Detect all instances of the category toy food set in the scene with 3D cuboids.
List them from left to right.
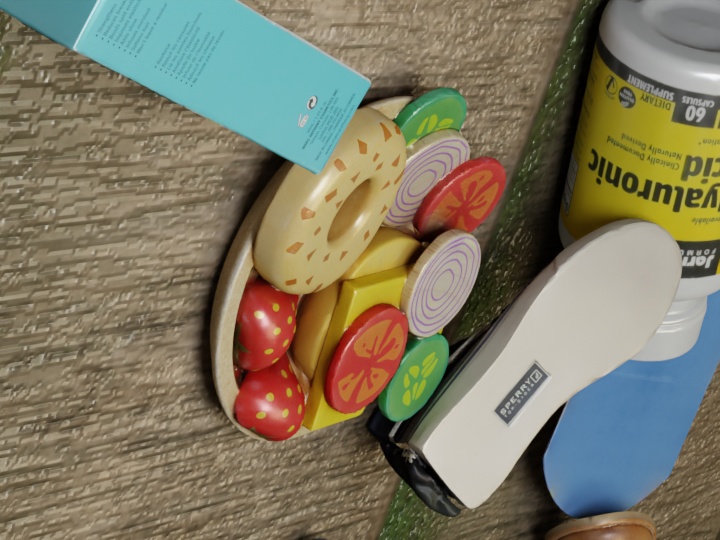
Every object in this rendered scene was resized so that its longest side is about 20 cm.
[{"bbox_3d":[0.000,0.000,1.273,0.197,0.049,0.201,-15,127,-52],"label":"toy food set"}]

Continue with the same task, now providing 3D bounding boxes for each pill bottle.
[{"bbox_3d":[0.173,-0.053,1.429,0.111,0.111,0.201,-28,138,-43],"label":"pill bottle"}]

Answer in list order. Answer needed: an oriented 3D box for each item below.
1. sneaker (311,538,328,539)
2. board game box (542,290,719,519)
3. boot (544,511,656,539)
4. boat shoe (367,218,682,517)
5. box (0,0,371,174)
[{"bbox_3d":[-0.014,0.197,1.403,0.200,0.077,0.086,13,101,-60],"label":"sneaker"},{"bbox_3d":[0.168,0.061,1.600,0.158,0.039,0.201,8,106,-52],"label":"board game box"},{"bbox_3d":[0.158,0.253,1.624,0.076,0.156,0.200,-1,150,-7],"label":"boot"},{"bbox_3d":[0.085,0.043,1.387,0.200,0.093,0.075,-43,112,-11],"label":"boat shoe"},{"bbox_3d":[-0.079,-0.099,1.029,0.049,0.082,0.200,-60,150,3],"label":"box"}]
